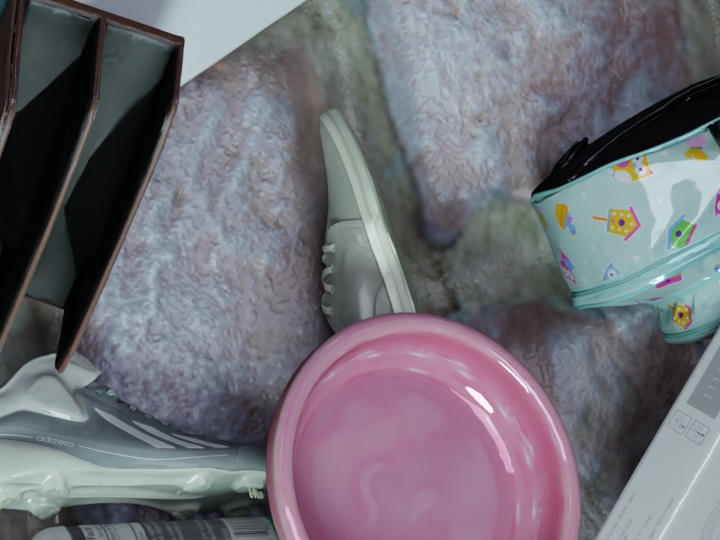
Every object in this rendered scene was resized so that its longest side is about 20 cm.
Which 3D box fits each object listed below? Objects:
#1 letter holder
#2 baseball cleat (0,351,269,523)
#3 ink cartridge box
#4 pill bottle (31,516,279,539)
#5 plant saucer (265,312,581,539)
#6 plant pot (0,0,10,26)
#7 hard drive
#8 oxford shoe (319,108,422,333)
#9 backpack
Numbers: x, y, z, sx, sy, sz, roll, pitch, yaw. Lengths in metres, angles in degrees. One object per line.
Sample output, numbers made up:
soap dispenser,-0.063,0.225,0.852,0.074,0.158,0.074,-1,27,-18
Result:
letter holder,-0.179,-0.030,1.380,0.100,0.142,0.200,17,123,-15
baseball cleat,-0.135,0.095,1.470,0.200,0.070,0.107,4,59,-31
ink cartridge box,0.223,0.145,1.505,0.176,0.045,0.200,31,89,-52
pill bottle,-0.134,0.202,1.437,0.200,0.113,0.113,-2,86,-16
plant saucer,0.031,0.126,1.440,0.200,0.051,0.201,9,70,-25
plant pot,-0.182,-0.234,1.444,0.200,0.141,0.141,-27,82,-26
hard drive,-0.098,-0.168,1.477,0.200,0.132,0.027,-37,63,-16
oxford shoe,0.000,0.000,1.521,0.058,0.075,0.200,-16,89,7
backpack,0.211,-0.037,1.527,0.200,0.176,0.153,-17,91,-7
